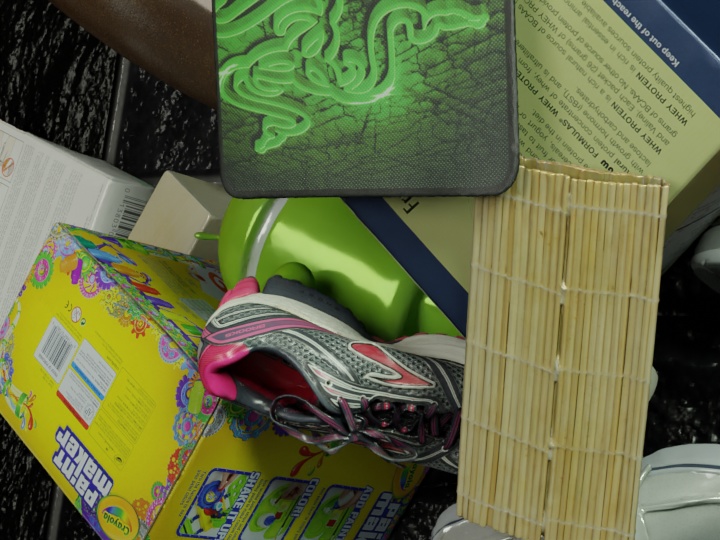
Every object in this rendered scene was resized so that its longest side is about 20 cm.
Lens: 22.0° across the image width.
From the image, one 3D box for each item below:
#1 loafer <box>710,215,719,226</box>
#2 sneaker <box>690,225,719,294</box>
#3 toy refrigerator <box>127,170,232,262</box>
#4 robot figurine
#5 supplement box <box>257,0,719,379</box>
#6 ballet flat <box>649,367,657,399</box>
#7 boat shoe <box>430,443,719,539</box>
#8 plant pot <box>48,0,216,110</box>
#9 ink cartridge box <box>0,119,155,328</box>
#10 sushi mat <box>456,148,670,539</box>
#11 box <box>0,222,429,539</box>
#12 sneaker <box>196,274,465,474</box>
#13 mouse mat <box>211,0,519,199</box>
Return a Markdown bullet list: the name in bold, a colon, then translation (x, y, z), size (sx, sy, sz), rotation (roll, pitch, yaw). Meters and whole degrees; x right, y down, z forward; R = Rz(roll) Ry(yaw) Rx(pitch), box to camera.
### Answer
- **loafer**: translation (0.220, -0.074, 0.976), size (0.200, 0.072, 0.063), rotation (-47, 57, 21)
- **sneaker**: translation (0.262, -0.033, 0.934), size (0.200, 0.075, 0.082), rotation (-16, 56, 31)
- **toy refrigerator**: translation (-0.140, 0.036, 1.279), size (0.070, 0.076, 0.200), rotation (44, 110, 41)
- **robot figurine**: translation (0.000, 0.000, 1.108), size (0.200, 0.175, 0.116), rotation (27, 134, 28)
- **supplement box**: translation (0.096, -0.093, 0.929), size (0.200, 0.134, 0.200), rotation (48, 125, 15)
- **ballet flat**: translation (0.131, 0.041, 1.033), size (0.074, 0.074, 0.200), rotation (-20, 69, 38)
- **boat shoe**: translation (0.125, 0.148, 0.956), size (0.202, 0.075, 0.086), rotation (-11, 29, 19)
- **plant pot**: translation (-0.088, -0.187, 1.238), size (0.200, 0.187, 0.187), rotation (46, 112, 23)
- **ink cartridge box**: translation (-0.252, -0.020, 1.424), size (0.200, 0.050, 0.161), rotation (27, 98, 48)
- **sushi mat**: translation (0.093, 0.043, 0.881), size (0.096, 0.012, 0.200), rotation (13, 116, 23)
- **box**: translation (-0.092, 0.085, 1.139), size (0.200, 0.193, 0.122), rotation (42, 109, 42)
- **sneaker**: translation (0.007, 0.073, 0.997), size (0.200, 0.075, 0.081), rotation (18, 119, 5)
- **mouse mat**: translation (-0.004, -0.115, 0.900), size (0.200, 0.008, 0.161), rotation (1, 95, 44)
